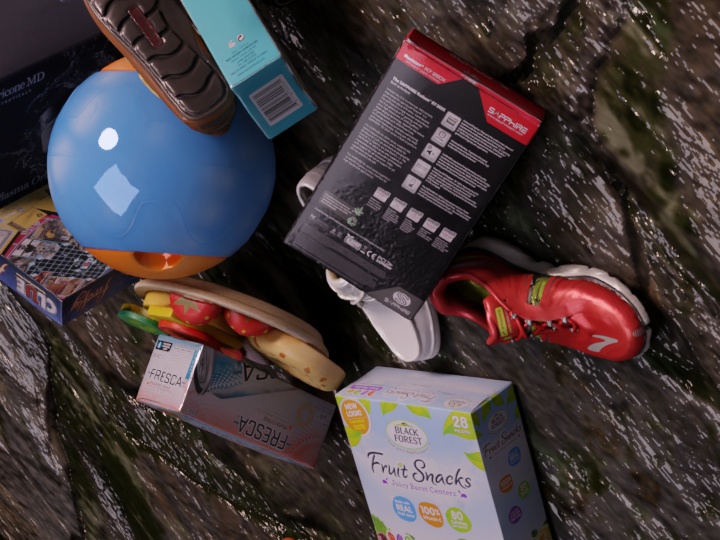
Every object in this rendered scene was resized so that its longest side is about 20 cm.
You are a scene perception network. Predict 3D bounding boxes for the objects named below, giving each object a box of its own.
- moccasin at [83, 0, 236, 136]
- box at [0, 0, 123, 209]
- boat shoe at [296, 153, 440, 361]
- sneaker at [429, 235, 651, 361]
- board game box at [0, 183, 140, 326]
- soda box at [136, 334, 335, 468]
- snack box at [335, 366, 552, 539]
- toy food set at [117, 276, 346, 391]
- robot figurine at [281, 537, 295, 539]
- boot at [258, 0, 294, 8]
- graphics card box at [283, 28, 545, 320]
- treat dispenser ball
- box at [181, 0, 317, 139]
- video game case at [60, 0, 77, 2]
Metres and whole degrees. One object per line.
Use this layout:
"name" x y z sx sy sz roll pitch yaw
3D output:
"moccasin" -0.168 -0.197 1.461 0.201 0.074 0.078 48 172 12
"box" -0.339 -0.160 1.680 0.117 0.197 0.200 38 136 20
"boat shoe" 0.000 0.000 1.542 0.071 0.069 0.200 -21 100 48
"sneaker" 0.140 0.037 1.413 0.200 0.085 0.077 18 128 38
"board game box" -0.255 -0.037 1.673 0.135 0.200 0.035 34 136 25
"soda box" -0.113 0.125 1.650 0.063 0.200 0.069 10 77 41
"snack box" 0.079 0.194 1.592 0.168 0.068 0.200 3 115 45
"toy food set" -0.121 0.057 1.644 0.200 0.049 0.198 27 167 -32
"robot figurine" -0.087 0.367 1.837 0.200 0.144 0.117 110 157 -44
"boot" -0.008 -0.256 1.382 0.154 0.073 0.204 39 139 16
"graphics card box" 0.041 -0.074 1.385 0.125 0.051 0.200 31 112 -2
"treat dispenser ball" -0.175 -0.092 1.555 0.201 0.201 0.201 25 131 33
"box" -0.108 -0.206 1.438 0.200 0.049 0.082 60 -176 34
"video game case" -0.188 -0.325 1.475 0.019 0.143 0.200 -116 22 -53
